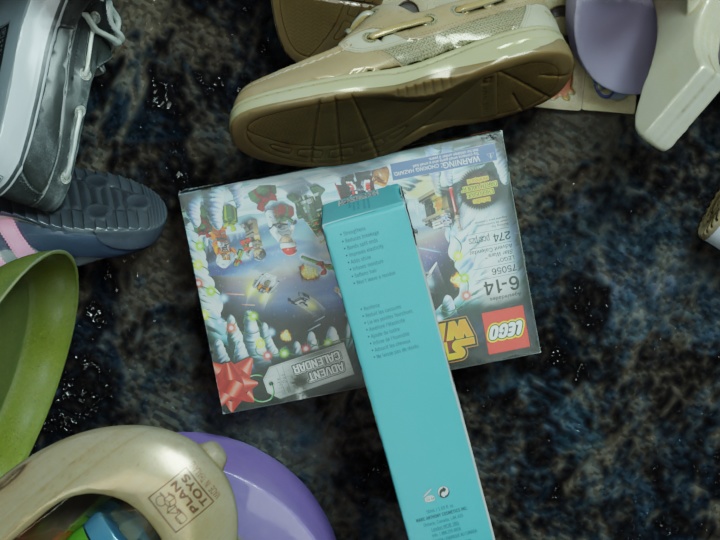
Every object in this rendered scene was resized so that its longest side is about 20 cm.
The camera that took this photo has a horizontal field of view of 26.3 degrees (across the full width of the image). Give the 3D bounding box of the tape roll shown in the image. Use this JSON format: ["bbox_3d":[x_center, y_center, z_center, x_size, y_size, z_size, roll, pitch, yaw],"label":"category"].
[{"bbox_3d":[-0.108,0.205,0.937,0.198,0.085,0.202,0,97,-1],"label":"tape roll"}]

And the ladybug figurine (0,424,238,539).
[{"bbox_3d":[-0.150,0.161,0.853,0.199,0.072,0.136,-37,96,4],"label":"ladybug figurine"}]

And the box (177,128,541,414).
[{"bbox_3d":[0.000,0.000,0.935,0.198,0.040,0.138,-11,98,1],"label":"box"}]

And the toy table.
[{"bbox_3d":[0.204,-0.167,0.846,0.183,0.117,0.201,18,115,-21],"label":"toy table"}]

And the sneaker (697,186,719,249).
[{"bbox_3d":[0.301,-0.074,0.912,0.112,0.071,0.201,33,103,0],"label":"sneaker"}]

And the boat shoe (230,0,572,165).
[{"bbox_3d":[0.018,-0.113,0.885,0.198,0.071,0.065,-13,62,-10],"label":"boat shoe"}]

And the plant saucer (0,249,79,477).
[{"bbox_3d":[-0.216,0.077,0.865,0.031,0.200,0.201,22,96,6],"label":"plant saucer"}]

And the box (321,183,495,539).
[{"bbox_3d":[0.027,0.057,0.882,0.049,0.082,0.202,-15,100,2],"label":"box"}]

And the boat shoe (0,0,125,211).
[{"bbox_3d":[-0.174,-0.134,0.898,0.068,0.073,0.201,21,68,-35],"label":"boat shoe"}]

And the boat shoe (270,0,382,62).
[{"bbox_3d":[-0.017,-0.220,0.899,0.071,0.065,0.202,3,113,-7],"label":"boat shoe"}]

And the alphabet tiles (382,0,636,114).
[{"bbox_3d":[0.109,-0.183,0.931,0.198,0.006,0.168,4,97,-1],"label":"alphabet tiles"}]

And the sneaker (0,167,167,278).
[{"bbox_3d":[-0.216,-0.014,0.930,0.198,0.070,0.083,0,125,-5],"label":"sneaker"}]
